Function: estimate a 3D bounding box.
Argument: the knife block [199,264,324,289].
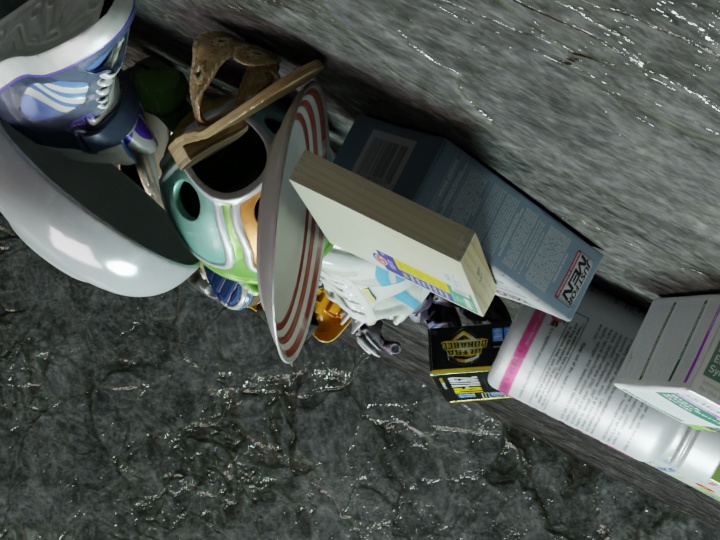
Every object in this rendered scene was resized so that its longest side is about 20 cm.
[{"bbox_3d":[-0.077,-0.071,1.974,0.200,0.175,0.064,64,178,-8],"label":"knife block"}]

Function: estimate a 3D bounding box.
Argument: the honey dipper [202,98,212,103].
[{"bbox_3d":[-0.048,-0.089,1.864,0.200,0.038,0.038,27,174,-10],"label":"honey dipper"}]

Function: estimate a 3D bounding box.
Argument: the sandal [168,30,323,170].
[{"bbox_3d":[-0.100,-0.132,1.583,0.070,0.078,0.212,59,154,0],"label":"sandal"}]

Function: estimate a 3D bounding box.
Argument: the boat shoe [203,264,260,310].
[{"bbox_3d":[-0.092,-0.054,1.869,0.072,0.200,0.072,6,144,-25],"label":"boat shoe"}]

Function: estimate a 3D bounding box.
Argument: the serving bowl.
[{"bbox_3d":[-0.222,-0.042,1.763,0.200,0.066,0.200,38,-170,-8],"label":"serving bowl"}]

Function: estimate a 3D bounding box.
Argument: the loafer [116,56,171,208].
[{"bbox_3d":[-0.186,-0.081,1.889,0.072,0.063,0.200,30,134,41],"label":"loafer"}]

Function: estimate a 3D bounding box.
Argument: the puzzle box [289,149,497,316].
[{"bbox_3d":[0.026,-0.024,1.593,0.133,0.025,0.200,26,173,11],"label":"puzzle box"}]

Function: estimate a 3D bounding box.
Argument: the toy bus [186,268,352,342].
[{"bbox_3d":[-0.098,-0.042,2.126,0.200,0.136,0.192,29,-173,-32],"label":"toy bus"}]

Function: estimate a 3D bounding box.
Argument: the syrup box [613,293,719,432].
[{"bbox_3d":[0.262,0.070,1.668,0.079,0.081,0.200,27,175,-7],"label":"syrup box"}]

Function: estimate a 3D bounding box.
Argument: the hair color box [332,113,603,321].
[{"bbox_3d":[0.078,-0.038,1.656,0.099,0.061,0.200,21,170,47],"label":"hair color box"}]

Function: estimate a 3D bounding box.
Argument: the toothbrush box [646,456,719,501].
[{"bbox_3d":[0.375,0.184,2.125,0.200,0.086,0.146,29,174,-3],"label":"toothbrush box"}]

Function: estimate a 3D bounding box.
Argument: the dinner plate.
[{"bbox_3d":[-0.049,-0.034,1.594,0.024,0.200,0.200,4,170,9],"label":"dinner plate"}]

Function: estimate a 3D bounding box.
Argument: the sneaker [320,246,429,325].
[{"bbox_3d":[0.000,0.000,1.895,0.077,0.081,0.200,40,-166,34],"label":"sneaker"}]

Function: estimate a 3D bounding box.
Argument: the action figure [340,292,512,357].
[{"bbox_3d":[0.061,0.029,2.103,0.200,0.130,0.069,13,-130,-59],"label":"action figure"}]

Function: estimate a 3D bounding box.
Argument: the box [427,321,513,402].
[{"bbox_3d":[0.149,0.084,2.094,0.160,0.049,0.200,-3,170,5],"label":"box"}]

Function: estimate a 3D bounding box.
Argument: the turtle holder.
[{"bbox_3d":[-0.091,-0.085,1.748,0.141,0.186,0.132,-16,159,8],"label":"turtle holder"}]

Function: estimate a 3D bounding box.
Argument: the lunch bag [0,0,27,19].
[{"bbox_3d":[-0.334,-0.191,1.761,0.160,0.077,0.200,-21,146,34],"label":"lunch bag"}]

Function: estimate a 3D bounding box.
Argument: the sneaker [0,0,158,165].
[{"bbox_3d":[-0.189,-0.142,1.665,0.146,0.081,0.200,33,147,-32],"label":"sneaker"}]

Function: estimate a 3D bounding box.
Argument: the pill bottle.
[{"bbox_3d":[0.216,0.088,1.855,0.200,0.113,0.113,27,174,7],"label":"pill bottle"}]
